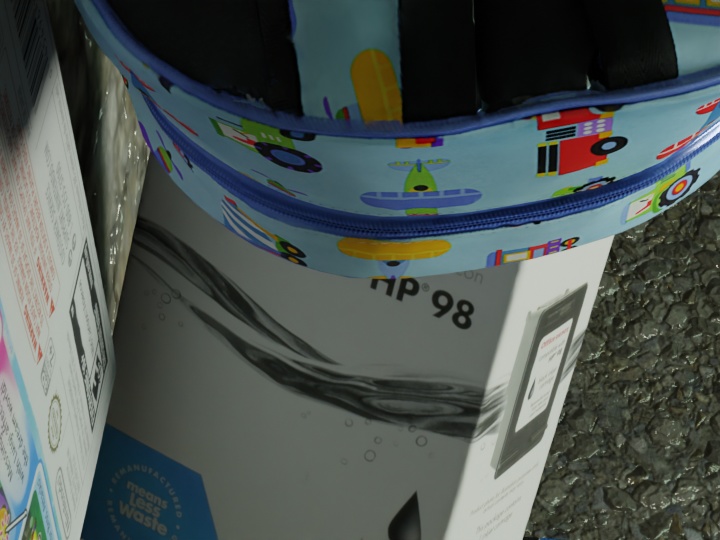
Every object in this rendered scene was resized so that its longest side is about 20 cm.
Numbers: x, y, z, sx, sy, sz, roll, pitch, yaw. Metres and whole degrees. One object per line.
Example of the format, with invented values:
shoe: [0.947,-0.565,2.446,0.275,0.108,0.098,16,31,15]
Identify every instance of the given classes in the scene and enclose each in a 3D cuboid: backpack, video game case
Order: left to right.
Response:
video game case: [-0.087,0.034,0.427,0.201,0.023,0.183,88,8,-51]
backpack: [0.019,-0.080,0.456,0.135,0.181,0.201,88,-9,-51]

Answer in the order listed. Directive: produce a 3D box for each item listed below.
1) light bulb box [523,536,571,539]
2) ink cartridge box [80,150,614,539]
light bulb box: [0.025,0.198,0.754,0.199,0.198,0.126,-77,169,-60]
ink cartridge box: [0.000,0.000,0.569,0.067,0.115,0.201,-25,134,-57]
